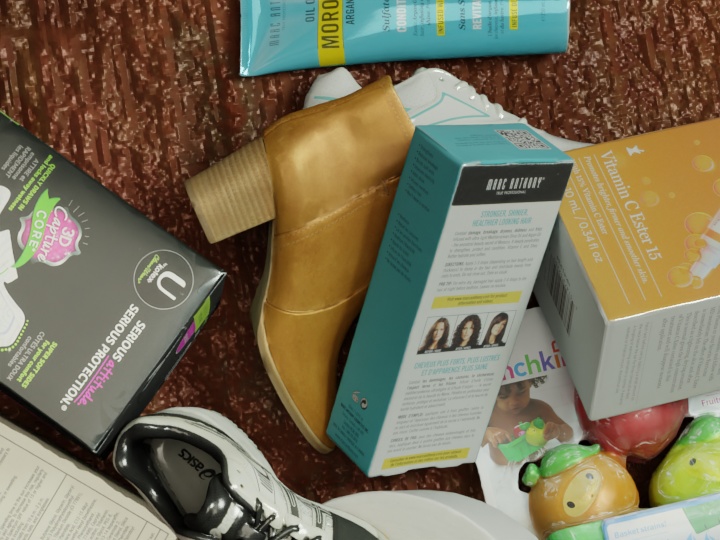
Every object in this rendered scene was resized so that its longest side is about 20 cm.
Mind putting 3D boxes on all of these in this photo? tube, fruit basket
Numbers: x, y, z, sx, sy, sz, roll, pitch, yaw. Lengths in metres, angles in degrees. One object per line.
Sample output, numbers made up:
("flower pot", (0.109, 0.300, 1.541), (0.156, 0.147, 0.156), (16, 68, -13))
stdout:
("tube", (0.026, -0.157, 1.300), (0.199, 0.050, 0.078), (-1, 77, 1))
("fruit basket", (0.161, 0.108, 1.258), (0.185, 0.094, 0.201), (-12, 82, -5))

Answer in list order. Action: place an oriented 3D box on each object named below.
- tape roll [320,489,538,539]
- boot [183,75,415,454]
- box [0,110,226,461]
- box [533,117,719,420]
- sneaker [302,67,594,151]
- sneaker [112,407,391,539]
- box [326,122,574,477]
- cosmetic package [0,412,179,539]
("tape roll", (0.024, 0.223, 1.208), (0.202, 0.071, 0.203), (-2, 85, 23))
("boot", (0.000, -0.001, 1.232), (0.144, 0.071, 0.202), (-23, 115, 1))
("box", (-0.190, 0.000, 1.214), (0.200, 0.149, 0.124), (36, 82, 1))
("box", (0.207, -0.010, 1.235), (0.199, 0.098, 0.125), (-13, 53, -11))
("sneaker", (0.060, -0.081, 1.280), (0.199, 0.070, 0.081), (5, 81, -3))
("sneaker", (-0.056, 0.146, 1.164), (0.200, 0.088, 0.076), (33, 96, 22))
("box", (0.048, 0.017, 1.208), (0.082, 0.049, 0.201), (-4, 121, -37))
("cosmetic package", (-0.209, 0.140, 1.238), (0.200, 0.073, 0.104), (31, 83, 0))
